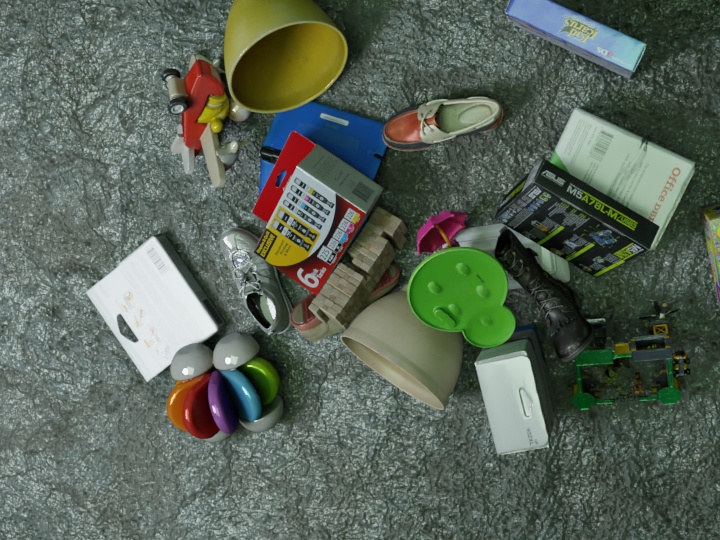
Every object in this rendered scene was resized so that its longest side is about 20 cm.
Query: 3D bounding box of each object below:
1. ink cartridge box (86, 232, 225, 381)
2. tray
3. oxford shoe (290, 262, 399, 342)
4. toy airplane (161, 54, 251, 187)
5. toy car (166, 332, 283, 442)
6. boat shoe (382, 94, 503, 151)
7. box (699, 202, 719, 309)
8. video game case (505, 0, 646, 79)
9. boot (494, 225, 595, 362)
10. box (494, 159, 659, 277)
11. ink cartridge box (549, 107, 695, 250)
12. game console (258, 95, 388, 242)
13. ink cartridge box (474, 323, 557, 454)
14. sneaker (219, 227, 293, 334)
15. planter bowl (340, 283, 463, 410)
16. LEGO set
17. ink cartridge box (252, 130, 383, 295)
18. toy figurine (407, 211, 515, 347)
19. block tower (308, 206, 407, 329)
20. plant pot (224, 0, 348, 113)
[{"bbox_3d":[-0.361,0.066,1.778,0.173,0.044,0.201,-35,89,18],"label":"ink cartridge box"},{"bbox_3d":[0.231,-0.021,1.620,0.197,0.022,0.109,-8,97,16],"label":"tray"},{"bbox_3d":[-0.018,0.053,1.685,0.198,0.071,0.075,-26,134,7],"label":"oxford shoe"},{"bbox_3d":[-0.245,-0.248,1.647,0.139,0.199,0.203,-10,106,-12],"label":"toy airplane"},{"bbox_3d":[-0.234,0.215,1.698,0.197,0.150,0.177,-14,110,16],"label":"toy car"},{"bbox_3d":[0.127,-0.234,1.585,0.197,0.063,0.072,-8,90,11],"label":"boat shoe"},{"bbox_3d":[0.570,-0.002,1.440,0.120,0.200,0.196,-12,95,17],"label":"box"},{"bbox_3d":[0.315,-0.344,1.466,0.198,0.181,0.046,27,104,9],"label":"video game case"},{"bbox_3d":[0.264,0.032,1.510,0.069,0.201,0.174,-40,110,18],"label":"boot"},{"bbox_3d":[0.312,-0.071,1.487,0.191,0.200,0.048,27,75,-2],"label":"box"},{"bbox_3d":[0.385,-0.139,1.529,0.198,0.083,0.148,28,104,10],"label":"ink cartridge box"},{"bbox_3d":[-0.060,-0.169,1.677,0.197,0.119,0.173,18,72,11],"label":"game console"},{"bbox_3d":[0.242,0.179,1.553,0.083,0.200,0.147,-13,95,16],"label":"ink cartridge box"},{"bbox_3d":[-0.176,0.017,1.701,0.074,0.082,0.201,-32,89,17],"label":"sneaker"},{"bbox_3d":[0.085,0.108,1.605,0.199,0.200,0.135,34,77,8],"label":"planter bowl"},{"bbox_3d":[0.408,0.127,1.569,0.197,0.117,0.155,-12,124,20],"label":"LEGO set"},{"bbox_3d":[-0.088,-0.091,1.615,0.174,0.084,0.201,33,130,1],"label":"ink cartridge box"},{"bbox_3d":[0.153,-0.007,1.548,0.149,0.185,0.200,-34,120,20],"label":"toy figurine"},{"bbox_3d":[0.000,0.000,1.623,0.057,0.054,0.201,30,79,29],"label":"block tower"},{"bbox_3d":[-0.137,-0.369,1.594,0.199,0.199,0.143,-34,63,17],"label":"plant pot"}]
